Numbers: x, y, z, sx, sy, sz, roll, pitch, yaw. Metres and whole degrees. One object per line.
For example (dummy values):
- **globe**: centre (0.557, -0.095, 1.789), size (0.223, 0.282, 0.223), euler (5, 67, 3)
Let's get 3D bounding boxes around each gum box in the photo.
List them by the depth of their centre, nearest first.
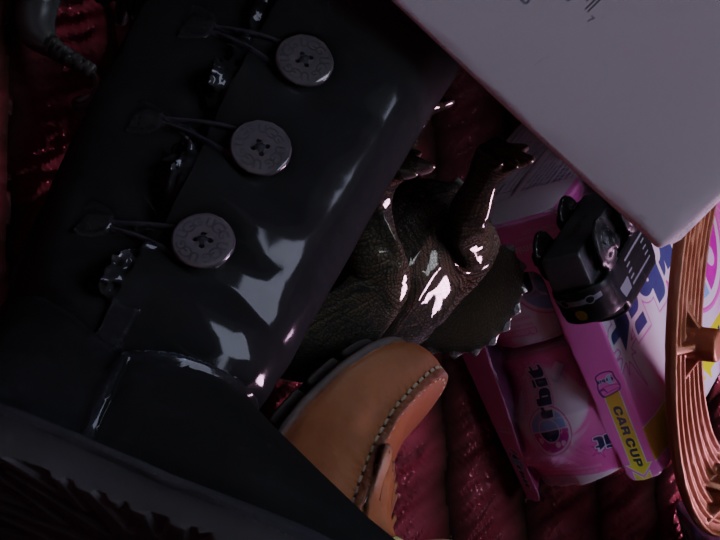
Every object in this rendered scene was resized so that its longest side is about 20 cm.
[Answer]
- **gum box**: centre (0.102, -0.004, 0.943), size (0.114, 0.066, 0.200), euler (66, 33, -16)

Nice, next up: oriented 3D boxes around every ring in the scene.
- **ring**: centre (0.160, 0.008, 0.933), size (0.200, 0.019, 0.202), euler (6, 90, -66)

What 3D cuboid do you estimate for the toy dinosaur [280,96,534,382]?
- **toy dinosaur**: centre (0.000, 0.000, 0.760), size (0.200, 0.077, 0.103), euler (-24, 133, -46)

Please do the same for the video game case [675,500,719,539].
- **video game case**: centre (0.172, 0.180, 0.942), size (0.200, 0.018, 0.144), euler (-116, -170, -84)

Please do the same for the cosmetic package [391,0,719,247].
- **cosmetic package**: centre (0.063, -0.146, 0.746), size (0.199, 0.123, 0.200), euler (41, 17, -16)

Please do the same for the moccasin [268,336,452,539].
- **moccasin**: centre (-0.014, 0.096, 0.685), size (0.077, 0.074, 0.202), euler (27, 39, 4)

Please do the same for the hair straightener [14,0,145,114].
- **hair straightener**: centre (-0.068, -0.133, 0.734), size (0.077, 0.041, 0.201), euler (38, 48, -47)

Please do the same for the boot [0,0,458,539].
- **boot**: centre (-0.016, 0.009, 0.658), size (0.164, 0.066, 0.200), euler (27, 52, -3)

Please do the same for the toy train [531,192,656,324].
- **toy train**: centre (0.113, -0.035, 0.876), size (0.046, 0.034, 0.200), euler (66, 33, -19)
